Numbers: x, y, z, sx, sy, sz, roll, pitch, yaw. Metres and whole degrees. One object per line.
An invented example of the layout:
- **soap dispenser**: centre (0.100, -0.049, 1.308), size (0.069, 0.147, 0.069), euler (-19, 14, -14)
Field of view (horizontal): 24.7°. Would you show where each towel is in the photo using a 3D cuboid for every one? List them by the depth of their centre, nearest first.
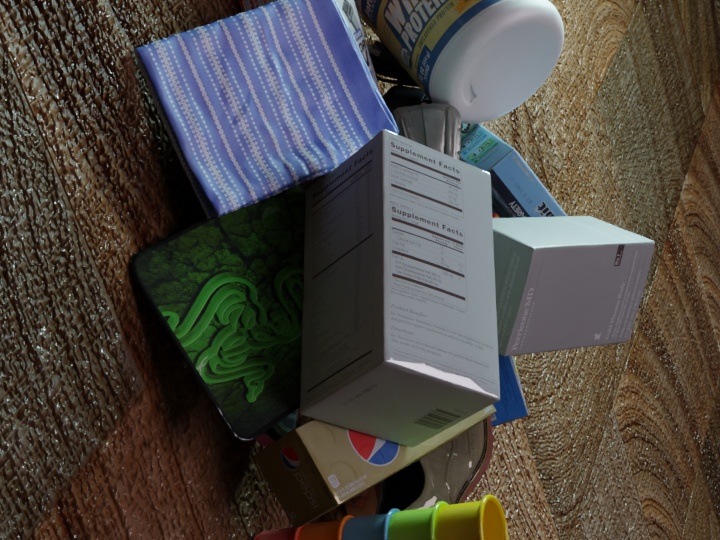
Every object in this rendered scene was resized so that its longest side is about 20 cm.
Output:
- **towel**: centre (-0.068, -0.136, 1.294), size (0.200, 0.024, 0.145), euler (-26, 92, -38)

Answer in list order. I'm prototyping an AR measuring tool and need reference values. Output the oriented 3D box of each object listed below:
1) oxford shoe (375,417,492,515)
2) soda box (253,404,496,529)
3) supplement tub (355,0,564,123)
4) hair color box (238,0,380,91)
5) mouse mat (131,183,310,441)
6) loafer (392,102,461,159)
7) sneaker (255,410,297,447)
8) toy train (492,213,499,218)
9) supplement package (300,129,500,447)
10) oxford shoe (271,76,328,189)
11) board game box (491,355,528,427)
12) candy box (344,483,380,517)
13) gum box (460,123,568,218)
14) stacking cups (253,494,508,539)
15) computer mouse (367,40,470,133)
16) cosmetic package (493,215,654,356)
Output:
- **oxford shoe**: centre (0.062, 0.160, 1.413), size (0.075, 0.070, 0.200), euler (52, 36, -31)
- **soda box**: centre (0.015, 0.129, 1.310), size (0.200, 0.064, 0.068), euler (-24, 81, -43)
- **supplement tub**: centre (0.084, -0.253, 1.568), size (0.200, 0.145, 0.145), euler (53, 10, 30)
- **hair color box**: centre (-0.046, -0.210, 1.450), size (0.111, 0.064, 0.200), euler (-50, 126, -58)
- **mouse mat**: centre (-0.070, 0.024, 1.258), size (0.200, 0.008, 0.161), euler (-32, 90, -45)
- **loafer**: centre (0.052, -0.056, 1.482), size (0.070, 0.070, 0.201), euler (80, 14, -67)
- **sneaker**: centre (-0.049, 0.046, 1.330), size (0.074, 0.087, 0.200), euler (51, 38, -49)
- **toy train**: centre (0.148, -0.011, 1.608), size (0.200, 0.055, 0.151), euler (-73, 146, -79)
- **supplement package**: centre (0.029, 0.014, 1.263), size (0.109, 0.114, 0.201), euler (20, 55, -30)
- **oxford shoe**: centre (-0.040, -0.101, 1.378), size (0.200, 0.070, 0.075), euler (53, 13, -22)
- **board game box**: centre (0.104, 0.023, 1.639), size (0.196, 0.056, 0.200), euler (-94, 166, -65)
- **candy box**: centre (0.036, 0.144, 1.525), size (0.200, 0.055, 0.116), euler (-33, 111, -63)
- **gum box**: centre (0.156, -0.072, 1.661), size (0.170, 0.045, 0.200), euler (49, 0, -22)
- **stacking cups**: centre (0.013, 0.217, 1.272), size (0.061, 0.199, 0.061), euler (42, 41, -53)
- **computer mouse**: centre (0.044, -0.136, 1.575), size (0.200, 0.138, 0.053), euler (-67, -176, -36)
- **cosmetic package**: centre (0.171, 0.011, 1.492), size (0.200, 0.090, 0.107), euler (-7, 115, -50)
